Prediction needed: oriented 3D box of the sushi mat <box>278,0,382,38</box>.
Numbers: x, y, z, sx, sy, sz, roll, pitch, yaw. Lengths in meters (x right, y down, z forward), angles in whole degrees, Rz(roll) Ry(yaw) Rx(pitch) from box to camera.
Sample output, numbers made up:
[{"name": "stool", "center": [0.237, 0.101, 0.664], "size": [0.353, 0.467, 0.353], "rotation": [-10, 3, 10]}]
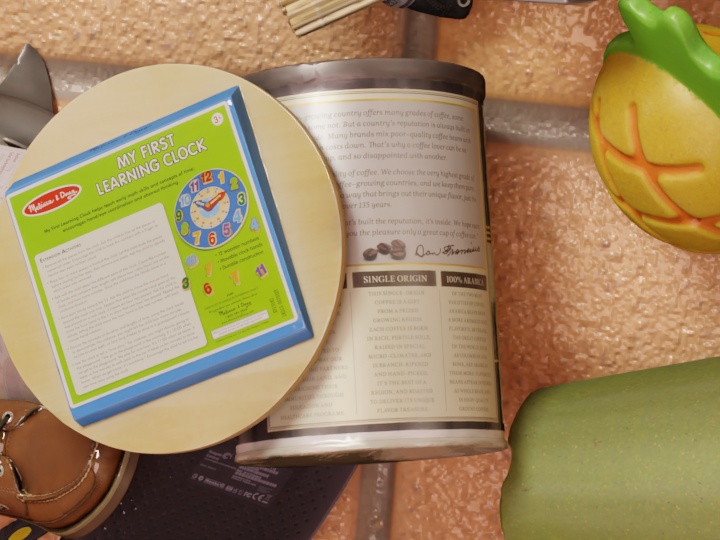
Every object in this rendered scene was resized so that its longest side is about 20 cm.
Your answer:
[{"name": "sushi mat", "center": [0.036, -0.203, 1.170], "size": [0.200, 0.012, 0.096], "rotation": [-24, 107, 5]}]

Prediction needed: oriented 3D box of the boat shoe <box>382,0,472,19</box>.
[{"name": "boat shoe", "center": [0.065, -0.232, 1.206], "size": [0.057, 0.069, 0.200], "rotation": [18, 105, -17]}]

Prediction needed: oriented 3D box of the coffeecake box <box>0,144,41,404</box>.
[{"name": "coffeecake box", "center": [-0.210, 0.003, 1.269], "size": [0.200, 0.073, 0.154], "rotation": [12, 141, 11]}]

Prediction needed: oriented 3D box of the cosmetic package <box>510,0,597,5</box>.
[{"name": "cosmetic package", "center": [0.077, -0.232, 1.090], "size": [0.107, 0.090, 0.200], "rotation": [5, 101, 35]}]

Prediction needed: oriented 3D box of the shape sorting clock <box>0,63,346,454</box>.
[{"name": "shape sorting clock", "center": [-0.100, -0.006, 1.141], "size": [0.200, 0.039, 0.200], "rotation": [-1, 88, 21]}]

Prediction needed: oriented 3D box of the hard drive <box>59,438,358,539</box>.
[{"name": "hard drive", "center": [-0.097, 0.142, 1.289], "size": [0.135, 0.042, 0.200], "rotation": [22, 114, -30]}]

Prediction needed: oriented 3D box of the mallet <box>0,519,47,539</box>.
[{"name": "mallet", "center": [-0.188, 0.136, 1.349], "size": [0.200, 0.041, 0.066], "rotation": [-25, 95, 21]}]

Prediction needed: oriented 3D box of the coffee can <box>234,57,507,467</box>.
[{"name": "coffee can", "center": [0.000, 0.000, 1.190], "size": [0.146, 0.146, 0.200], "rotation": [-5, 82, 15]}]

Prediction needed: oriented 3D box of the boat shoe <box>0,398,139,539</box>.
[{"name": "boat shoe", "center": [-0.194, 0.109, 1.266], "size": [0.068, 0.200, 0.072], "rotation": [25, 68, -27]}]

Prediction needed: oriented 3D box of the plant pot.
[{"name": "plant pot", "center": [0.183, 0.122, 1.191], "size": [0.190, 0.200, 0.200], "rotation": [-2, 100, 27]}]

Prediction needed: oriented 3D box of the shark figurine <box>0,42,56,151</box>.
[{"name": "shark figurine", "center": [-0.210, -0.103, 1.276], "size": [0.128, 0.214, 0.090], "rotation": [-9, 56, 44]}]

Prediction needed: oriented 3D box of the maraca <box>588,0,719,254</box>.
[{"name": "maraca", "center": [0.175, -0.075, 1.142], "size": [0.137, 0.200, 0.107], "rotation": [41, 80, 17]}]
